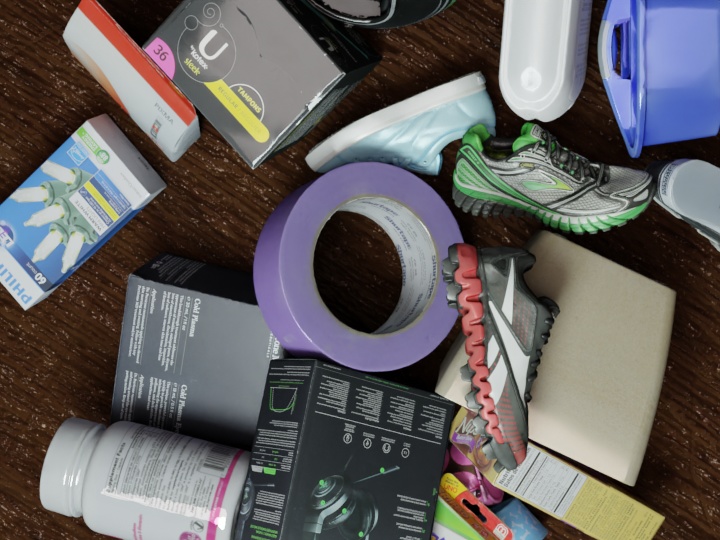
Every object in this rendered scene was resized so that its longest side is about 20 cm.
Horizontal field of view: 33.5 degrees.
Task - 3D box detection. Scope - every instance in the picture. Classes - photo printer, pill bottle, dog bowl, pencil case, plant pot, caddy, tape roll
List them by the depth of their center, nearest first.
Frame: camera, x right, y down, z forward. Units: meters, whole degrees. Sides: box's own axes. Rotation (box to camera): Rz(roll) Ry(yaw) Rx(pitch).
[{"bbox_3d":[0.174,-0.240,1.099,0.069,0.166,0.203,7,105,16],"label":"photo printer"},{"bbox_3d":[0.271,-0.206,1.102,0.104,0.141,0.203,-2,102,8],"label":"caddy"},{"bbox_3d":[0.200,0.067,1.160,0.198,0.200,0.179,25,95,4],"label":"plant pot"},{"bbox_3d":[0.000,0.000,1.176,0.198,0.085,0.203,3,83,-22],"label":"tape roll"},{"bbox_3d":[-0.209,0.216,1.197,0.198,0.113,0.115,13,105,8],"label":"pill bottle"},{"bbox_3d":[0.050,0.241,1.271,0.198,0.094,0.091,-26,115,17],"label":"pencil case"},{"bbox_3d":[0.104,0.308,1.273,0.199,0.111,0.050,-35,82,16],"label":"dog bowl"}]

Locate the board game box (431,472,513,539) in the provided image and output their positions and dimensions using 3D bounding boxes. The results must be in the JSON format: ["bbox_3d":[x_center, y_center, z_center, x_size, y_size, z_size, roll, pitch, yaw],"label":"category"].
[{"bbox_3d":[0.065,0.309,1.210,0.095,0.030,0.201,40,108,21],"label":"board game box"}]

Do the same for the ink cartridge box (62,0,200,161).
[{"bbox_3d":[-0.226,-0.188,1.169,0.050,0.200,0.162,-43,93,-3],"label":"ink cartridge box"}]

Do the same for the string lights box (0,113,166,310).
[{"bbox_3d":[-0.317,-0.062,1.287,0.200,0.059,0.103,-40,95,17],"label":"string lights box"}]

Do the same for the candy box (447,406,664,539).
[{"bbox_3d":[0.191,0.203,1.183,0.199,0.117,0.057,32,94,-25],"label":"candy box"}]

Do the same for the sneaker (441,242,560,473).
[{"bbox_3d":[0.131,0.070,1.038,0.097,0.071,0.203,-9,82,2],"label":"sneaker"}]

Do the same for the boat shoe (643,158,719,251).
[{"bbox_3d":[0.359,-0.053,1.159,0.197,0.068,0.074,19,95,-20],"label":"boat shoe"}]

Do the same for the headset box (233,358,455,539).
[{"bbox_3d":[-0.015,0.203,1.158,0.173,0.092,0.203,17,77,-31],"label":"headset box"}]

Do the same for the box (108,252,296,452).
[{"bbox_3d":[-0.158,0.105,1.273,0.180,0.104,0.202,14,106,8],"label":"box"}]

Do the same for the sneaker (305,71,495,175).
[{"bbox_3d":[0.043,-0.125,1.198,0.198,0.074,0.083,-22,94,15],"label":"sneaker"}]

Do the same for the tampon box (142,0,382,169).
[{"bbox_3d":[-0.087,-0.205,1.137,0.126,0.200,0.150,-43,92,16],"label":"tampon box"}]

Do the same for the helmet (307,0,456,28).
[{"bbox_3d":[0.028,-0.317,1.095,0.201,0.199,0.190,56,149,-5],"label":"helmet"}]

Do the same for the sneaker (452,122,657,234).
[{"bbox_3d":[0.181,-0.090,1.131,0.198,0.078,0.086,9,123,19],"label":"sneaker"}]
